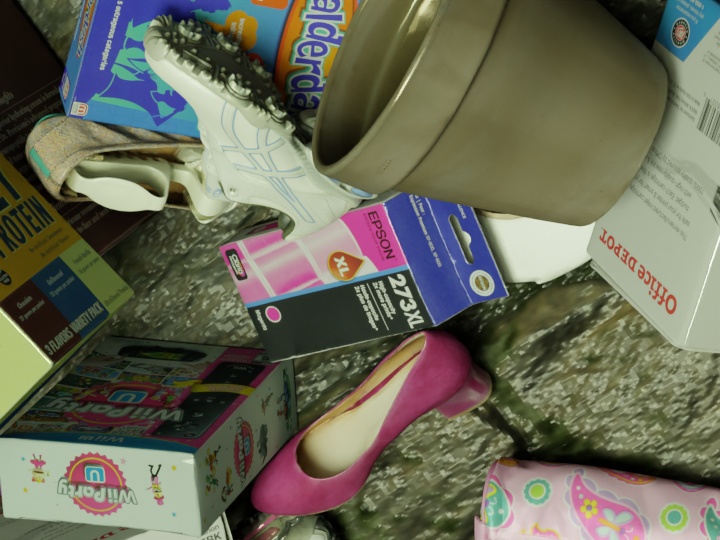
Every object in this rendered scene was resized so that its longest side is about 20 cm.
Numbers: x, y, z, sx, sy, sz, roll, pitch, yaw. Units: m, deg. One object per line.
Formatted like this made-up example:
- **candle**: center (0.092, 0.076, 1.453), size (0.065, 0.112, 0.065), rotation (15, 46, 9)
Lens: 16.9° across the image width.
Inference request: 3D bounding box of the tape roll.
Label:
- **tape roll**: center (0.099, -0.090, 1.633), size (0.202, 0.037, 0.204), rotation (6, 109, 17)

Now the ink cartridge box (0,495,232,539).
- **ink cartridge box**: center (-0.191, 0.207, 1.718), size (0.200, 0.146, 0.083), rotation (14, 122, 62)

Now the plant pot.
- **plant pot**: center (0.090, -0.115, 1.511), size (0.173, 0.200, 0.200), rotation (26, 116, -15)

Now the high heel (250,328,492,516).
- **high heel**: center (-0.008, 0.106, 1.688), size (0.199, 0.096, 0.068), rotation (-26, 56, 17)

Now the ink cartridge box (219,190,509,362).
- **ink cartridge box**: center (0.000, 0.000, 1.670), size (0.199, 0.037, 0.095), rotation (-15, 105, 36)

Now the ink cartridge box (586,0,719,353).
- **ink cartridge box**: center (0.232, -0.066, 1.524), size (0.084, 0.146, 0.201), rotation (6, 113, -24)

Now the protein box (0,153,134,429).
- **protein box**: center (-0.298, 0.024, 1.565), size (0.200, 0.135, 0.198), rotation (46, 116, -2)

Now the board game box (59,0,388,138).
- **board game box**: center (-0.084, -0.161, 1.600), size (0.199, 0.045, 0.153), rotation (7, 119, -20)

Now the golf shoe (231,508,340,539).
- **golf shoe**: center (-0.094, 0.249, 1.791), size (0.200, 0.073, 0.092), rotation (-40, 94, 25)

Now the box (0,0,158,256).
- **box**: center (-0.281, -0.059, 1.699), size (0.164, 0.166, 0.200), rotation (-33, 95, 26)

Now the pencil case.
- **pencil case**: center (0.180, 0.183, 1.671), size (0.199, 0.087, 0.088), rotation (10, 111, 16)

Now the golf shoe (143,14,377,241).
- **golf shoe**: center (-0.079, -0.084, 1.581), size (0.097, 0.078, 0.200), rotation (-42, 122, 20)

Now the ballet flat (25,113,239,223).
- **ballet flat**: center (-0.130, -0.063, 1.643), size (0.199, 0.067, 0.068), rotation (1, 128, -26)

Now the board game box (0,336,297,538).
- **board game box**: center (-0.145, 0.113, 1.692), size (0.147, 0.200, 0.065), rotation (4, 110, 17)
